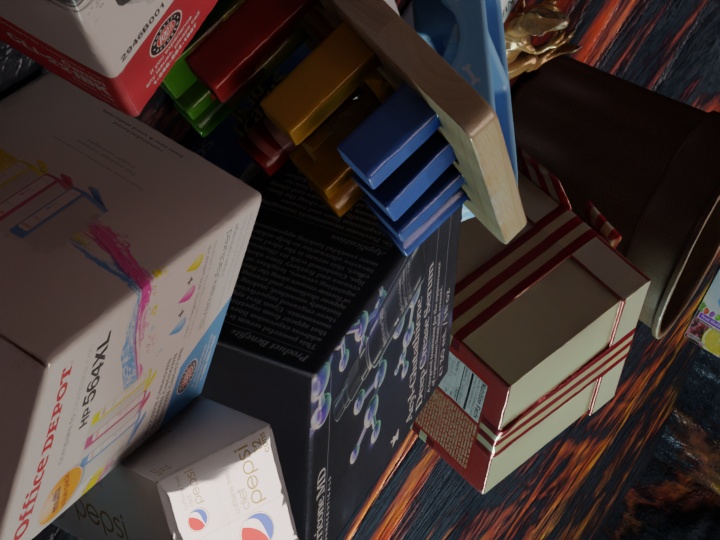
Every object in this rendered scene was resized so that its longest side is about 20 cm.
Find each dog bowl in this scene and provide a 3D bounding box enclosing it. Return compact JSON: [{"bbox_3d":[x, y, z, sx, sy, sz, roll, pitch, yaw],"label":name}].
[{"bbox_3d":[0.061,-0.126,1.376,0.112,0.049,0.202,54,31,-70],"label":"dog bowl"}]

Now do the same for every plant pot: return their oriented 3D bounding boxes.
[{"bbox_3d":[0.215,-0.078,1.910,0.201,0.197,0.201,-55,166,-21],"label":"plant pot"}]

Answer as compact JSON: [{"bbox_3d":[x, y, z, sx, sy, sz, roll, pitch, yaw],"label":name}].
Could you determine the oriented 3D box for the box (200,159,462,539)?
[{"bbox_3d":[-0.031,0.040,1.231,0.200,0.106,0.149,-52,154,-46],"label":"box"}]

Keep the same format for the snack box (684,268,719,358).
[{"bbox_3d":[0.652,0.058,3.776,0.201,0.142,0.053,-63,164,13],"label":"snack box"}]

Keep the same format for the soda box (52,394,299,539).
[{"bbox_3d":[-0.116,0.095,1.113,0.068,0.199,0.064,-25,112,-29],"label":"soda box"}]

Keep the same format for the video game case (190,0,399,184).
[{"bbox_3d":[-0.034,-0.055,1.350,0.201,0.045,0.182,-55,151,-19],"label":"video game case"}]

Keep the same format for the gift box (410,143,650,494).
[{"bbox_3d":[0.110,0.027,1.810,0.186,0.200,0.185,-33,158,-28],"label":"gift box"}]

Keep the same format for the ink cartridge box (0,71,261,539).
[{"bbox_3d":[-0.157,0.025,0.991,0.200,0.125,0.129,-43,158,-51],"label":"ink cartridge box"}]

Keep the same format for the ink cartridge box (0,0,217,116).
[{"bbox_3d":[-0.100,-0.171,0.887,0.145,0.083,0.200,-56,165,-11],"label":"ink cartridge box"}]

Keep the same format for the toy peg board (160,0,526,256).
[{"bbox_3d":[-0.025,-0.084,1.129,0.098,0.199,0.200,-43,164,-3],"label":"toy peg board"}]

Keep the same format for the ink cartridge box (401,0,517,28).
[{"bbox_3d":[0.061,-0.148,1.567,0.201,0.043,0.174,-57,164,-12],"label":"ink cartridge box"}]

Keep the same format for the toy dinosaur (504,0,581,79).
[{"bbox_3d":[0.096,-0.153,1.643,0.106,0.061,0.200,-30,168,-35],"label":"toy dinosaur"}]
